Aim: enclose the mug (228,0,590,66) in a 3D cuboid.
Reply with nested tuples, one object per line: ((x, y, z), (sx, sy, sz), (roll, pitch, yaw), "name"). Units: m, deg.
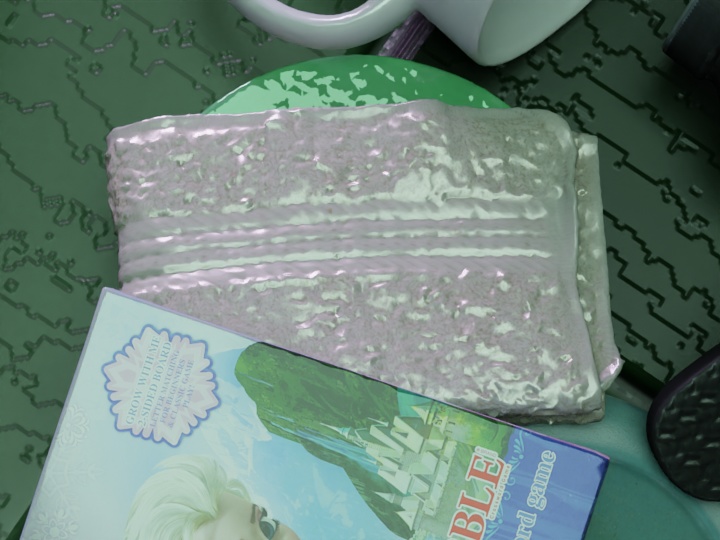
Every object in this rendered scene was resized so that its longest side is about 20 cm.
((0.019, -0.179, 1.043), (0.200, 0.148, 0.175), (-45, 76, -3), "mug")

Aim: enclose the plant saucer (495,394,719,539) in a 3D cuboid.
((0.075, 0.147, 1.001), (0.199, 0.027, 0.201), (0, 92, -15), "plant saucer")

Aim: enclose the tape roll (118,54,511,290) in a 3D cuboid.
((0.000, 0.013, 1.046), (0.199, 0.048, 0.202), (1, 78, -3), "tape roll")

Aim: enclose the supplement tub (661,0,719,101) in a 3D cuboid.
((0.224, -0.061, 1.044), (0.200, 0.107, 0.107), (38, 78, 5), "supplement tub")

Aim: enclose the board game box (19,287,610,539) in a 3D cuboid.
((-0.032, 0.131, 0.936), (0.198, 0.041, 0.201), (18, 87, -1), "board game box")

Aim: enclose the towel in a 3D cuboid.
((0.000, 0.000, 0.995), (0.199, 0.035, 0.133), (-3, 66, -2), "towel")

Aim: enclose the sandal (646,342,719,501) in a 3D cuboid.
((0.197, 0.015, 0.987), (0.199, 0.045, 0.075), (-34, 105, 10), "sandal")
